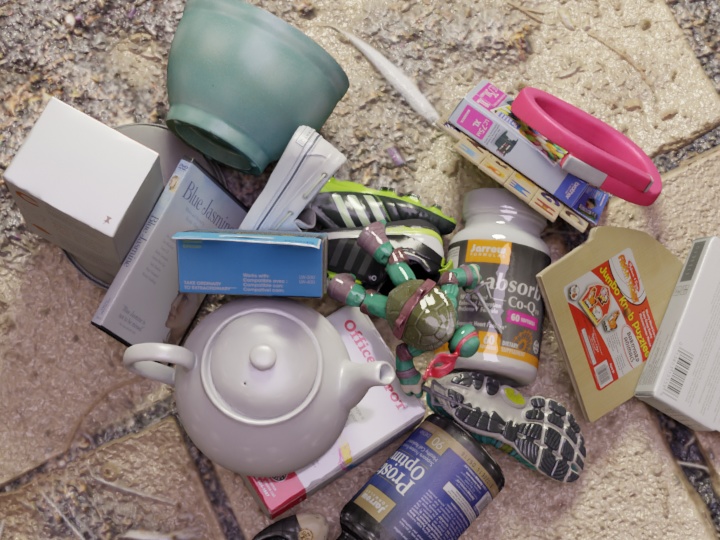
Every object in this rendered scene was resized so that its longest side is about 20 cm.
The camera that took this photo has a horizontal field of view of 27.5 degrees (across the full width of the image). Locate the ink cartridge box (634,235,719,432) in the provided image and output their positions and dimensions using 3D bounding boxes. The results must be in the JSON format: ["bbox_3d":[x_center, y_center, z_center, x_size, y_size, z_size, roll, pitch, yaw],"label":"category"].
[{"bbox_3d":[0.417,0.089,1.654,0.173,0.043,0.201,30,75,-18],"label":"ink cartridge box"}]

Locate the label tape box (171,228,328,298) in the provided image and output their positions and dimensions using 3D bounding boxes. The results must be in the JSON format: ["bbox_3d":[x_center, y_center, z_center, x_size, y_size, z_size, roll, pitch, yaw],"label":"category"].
[{"bbox_3d":[-0.106,-0.006,1.462,0.142,0.200,0.067,2,95,1],"label":"label tape box"}]

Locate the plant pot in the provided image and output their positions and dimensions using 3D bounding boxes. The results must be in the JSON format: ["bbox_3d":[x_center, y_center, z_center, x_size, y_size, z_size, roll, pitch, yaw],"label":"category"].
[{"bbox_3d":[-0.129,-0.188,1.590,0.199,0.200,0.135,27,80,2],"label":"plant pot"}]

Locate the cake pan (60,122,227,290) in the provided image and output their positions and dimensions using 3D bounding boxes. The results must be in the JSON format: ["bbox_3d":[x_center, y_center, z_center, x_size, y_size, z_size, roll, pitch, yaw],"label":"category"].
[{"bbox_3d":[-0.244,-0.073,1.633,0.198,0.037,0.202,1,77,-5],"label":"cake pan"}]

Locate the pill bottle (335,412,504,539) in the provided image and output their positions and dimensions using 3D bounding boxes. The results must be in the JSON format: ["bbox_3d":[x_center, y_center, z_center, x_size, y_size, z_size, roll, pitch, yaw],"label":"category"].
[{"bbox_3d":[0.050,0.257,1.545,0.112,0.112,0.200,43,76,5],"label":"pill bottle"}]

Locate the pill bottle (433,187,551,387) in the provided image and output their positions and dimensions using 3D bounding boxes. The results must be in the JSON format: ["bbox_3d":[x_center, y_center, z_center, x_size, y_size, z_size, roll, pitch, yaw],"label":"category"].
[{"bbox_3d":[0.147,0.020,1.607,0.115,0.116,0.202,9,77,-3],"label":"pill bottle"}]

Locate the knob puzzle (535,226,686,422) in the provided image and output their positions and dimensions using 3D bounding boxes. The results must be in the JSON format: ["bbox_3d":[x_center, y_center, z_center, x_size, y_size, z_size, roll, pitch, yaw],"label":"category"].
[{"bbox_3d":[0.287,0.043,1.631,0.218,0.030,0.222,0,90,-33],"label":"knob puzzle"}]

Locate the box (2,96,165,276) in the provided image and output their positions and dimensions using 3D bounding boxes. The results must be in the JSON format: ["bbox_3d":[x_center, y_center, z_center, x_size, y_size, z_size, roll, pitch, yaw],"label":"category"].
[{"bbox_3d":[-0.276,-0.078,1.509,0.124,0.200,0.098,28,76,1],"label":"box"}]

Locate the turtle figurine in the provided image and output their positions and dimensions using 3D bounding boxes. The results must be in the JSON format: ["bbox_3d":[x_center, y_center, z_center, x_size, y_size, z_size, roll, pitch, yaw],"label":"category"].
[{"bbox_3d":[0.066,0.043,1.506,0.200,0.101,0.150,38,84,22],"label":"turtle figurine"}]

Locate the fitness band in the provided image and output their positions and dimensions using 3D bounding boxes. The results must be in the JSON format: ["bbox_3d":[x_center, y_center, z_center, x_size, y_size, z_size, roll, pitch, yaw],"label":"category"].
[{"bbox_3d":[0.254,-0.140,1.633,0.199,0.144,0.038,24,115,-25],"label":"fitness band"}]

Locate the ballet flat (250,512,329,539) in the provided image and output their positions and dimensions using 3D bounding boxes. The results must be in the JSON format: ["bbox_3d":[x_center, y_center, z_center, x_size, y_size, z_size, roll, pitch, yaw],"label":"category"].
[{"bbox_3d":[-0.116,0.320,1.543,0.199,0.057,0.067,-32,83,-11],"label":"ballet flat"}]

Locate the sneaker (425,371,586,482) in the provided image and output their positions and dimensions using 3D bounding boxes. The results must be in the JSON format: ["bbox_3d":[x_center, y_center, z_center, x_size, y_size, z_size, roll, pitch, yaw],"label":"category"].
[{"bbox_3d":[0.160,0.165,1.595,0.199,0.080,0.078,31,69,-17],"label":"sneaker"}]

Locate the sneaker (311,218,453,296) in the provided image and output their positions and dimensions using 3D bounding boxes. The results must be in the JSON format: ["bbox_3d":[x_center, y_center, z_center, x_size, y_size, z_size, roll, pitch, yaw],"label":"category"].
[{"bbox_3d":[0.000,0.000,1.593,0.198,0.072,0.083,-14,49,8],"label":"sneaker"}]

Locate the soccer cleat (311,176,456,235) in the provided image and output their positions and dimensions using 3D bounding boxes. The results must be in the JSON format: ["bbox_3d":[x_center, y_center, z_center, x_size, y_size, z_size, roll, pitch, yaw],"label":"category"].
[{"bbox_3d":[0.006,-0.058,1.645,0.198,0.068,0.082,14,92,0],"label":"soccer cleat"}]

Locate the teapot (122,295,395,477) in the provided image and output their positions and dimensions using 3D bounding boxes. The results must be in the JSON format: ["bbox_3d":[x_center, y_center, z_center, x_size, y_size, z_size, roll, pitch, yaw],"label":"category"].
[{"bbox_3d":[-0.101,0.104,1.463,0.200,0.146,0.198,-38,75,-12],"label":"teapot"}]

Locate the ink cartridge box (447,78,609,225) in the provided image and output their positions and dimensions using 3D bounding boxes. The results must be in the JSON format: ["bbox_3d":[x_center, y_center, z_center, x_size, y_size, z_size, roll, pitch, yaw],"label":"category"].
[{"bbox_3d":[0.199,-0.136,1.648,0.199,0.119,0.042,38,113,2],"label":"ink cartridge box"}]

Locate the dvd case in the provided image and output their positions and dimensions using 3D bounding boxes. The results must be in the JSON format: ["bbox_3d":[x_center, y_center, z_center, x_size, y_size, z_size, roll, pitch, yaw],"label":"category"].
[{"bbox_3d":[-0.196,-0.006,1.566,0.017,0.143,0.201,22,79,31],"label":"dvd case"}]

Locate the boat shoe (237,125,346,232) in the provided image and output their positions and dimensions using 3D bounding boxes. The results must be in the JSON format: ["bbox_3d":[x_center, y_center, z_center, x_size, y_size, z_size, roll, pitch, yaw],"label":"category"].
[{"bbox_3d":[-0.080,-0.061,1.576,0.067,0.201,0.074,33,39,1],"label":"boat shoe"}]

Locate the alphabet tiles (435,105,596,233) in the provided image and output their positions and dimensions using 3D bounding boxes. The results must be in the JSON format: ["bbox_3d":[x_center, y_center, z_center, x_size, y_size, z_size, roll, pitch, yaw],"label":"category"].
[{"bbox_3d":[0.174,-0.115,1.629,0.199,0.166,0.006,37,113,4],"label":"alphabet tiles"}]

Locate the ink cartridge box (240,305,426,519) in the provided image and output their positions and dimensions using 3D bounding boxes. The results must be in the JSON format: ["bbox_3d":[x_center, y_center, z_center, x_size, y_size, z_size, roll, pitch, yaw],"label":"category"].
[{"bbox_3d":[-0.051,0.151,1.573,0.199,0.086,0.148,-30,79,-12],"label":"ink cartridge box"}]
